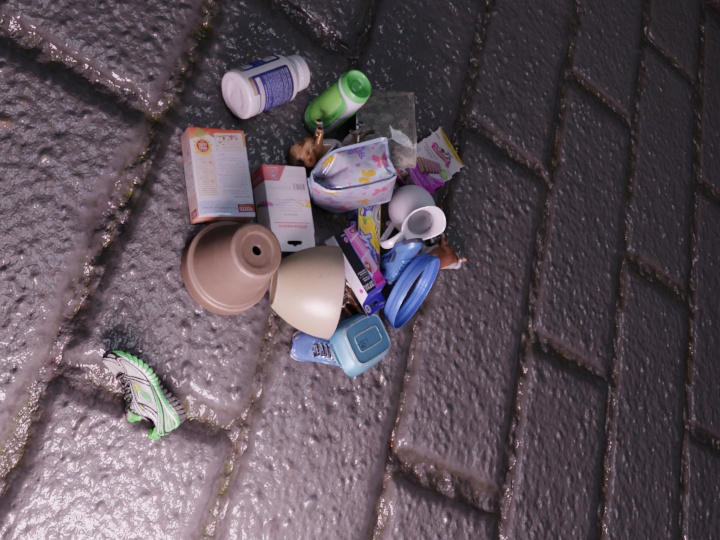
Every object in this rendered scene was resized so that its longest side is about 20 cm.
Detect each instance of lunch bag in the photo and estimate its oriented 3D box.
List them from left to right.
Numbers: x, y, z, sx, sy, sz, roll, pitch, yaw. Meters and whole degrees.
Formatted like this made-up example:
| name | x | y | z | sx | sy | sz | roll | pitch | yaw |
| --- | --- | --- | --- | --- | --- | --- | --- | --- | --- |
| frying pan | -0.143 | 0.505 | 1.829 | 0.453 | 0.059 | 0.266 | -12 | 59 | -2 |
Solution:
| name | x | y | z | sx | sy | sz | roll | pitch | yaw |
| --- | --- | --- | --- | --- | --- | --- | --- | --- | --- |
| lunch bag | -0.026 | -0.217 | 1.593 | 0.197 | 0.170 | 0.129 | -16 | 78 | -4 |
| lunch bag | 0.057 | -0.347 | 1.741 | 0.161 | 0.118 | 0.204 | 2 | 72 | -9 |

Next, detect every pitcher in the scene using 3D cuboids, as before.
| name | x | y | z | sx | sy | sz | roll | pitch | yaw |
| --- | --- | --- | --- | --- | --- | --- | --- | --- | --- |
| pitcher | 0.114 | -0.129 | 1.715 | 0.169 | 0.201 | 0.122 | -26 | 113 | 3 |

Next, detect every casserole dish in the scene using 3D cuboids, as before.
| name | x | y | z | sx | sy | sz | roll | pitch | yaw |
| --- | --- | --- | --- | --- | --- | --- | --- | --- | --- |
| casserole dish | 0.006 | 0.158 | 1.540 | 0.199 | 0.039 | 0.123 | -22 | 85 | -54 |

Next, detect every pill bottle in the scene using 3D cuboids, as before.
| name | x | y | z | sx | sy | sz | roll | pitch | yaw |
| --- | --- | --- | --- | --- | --- | --- | --- | --- | --- |
| pill bottle | -0.216 | -0.436 | 1.598 | 0.199 | 0.110 | 0.112 | -33 | 97 | -36 |

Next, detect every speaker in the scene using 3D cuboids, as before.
| name | x | y | z | sx | sy | sz | roll | pitch | yaw |
| --- | --- | --- | --- | --- | --- | --- | --- | --- | --- |
| speaker | -0.058 | -0.399 | 1.642 | 0.087 | 0.199 | 0.090 | 12 | 68 | -32 |

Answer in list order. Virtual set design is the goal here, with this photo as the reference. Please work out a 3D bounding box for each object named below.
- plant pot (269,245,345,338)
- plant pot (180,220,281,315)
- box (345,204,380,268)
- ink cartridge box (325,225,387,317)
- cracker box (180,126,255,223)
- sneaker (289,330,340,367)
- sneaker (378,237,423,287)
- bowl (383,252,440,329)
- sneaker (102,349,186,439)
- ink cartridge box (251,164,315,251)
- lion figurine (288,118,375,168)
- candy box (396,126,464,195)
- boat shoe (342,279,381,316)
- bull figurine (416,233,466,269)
| name | x | y | z | sx | sy | sz | roll | pitch | yaw |
| --- | --- | --- | --- | --- | --- | --- | --- | --- | --- |
| plant pot | -0.124 | 0.040 | 1.482 | 0.132 | 0.200 | 0.204 | 7 | 73 | -16 |
| plant pot | -0.249 | -0.020 | 1.423 | 0.198 | 0.174 | 0.204 | 11 | 71 | -34 |
| box | 0.004 | -0.070 | 1.685 | 0.069 | 0.064 | 0.204 | 12 | 71 | -32 |
| ink cartridge box | 0.000 | 0.000 | 1.585 | 0.094 | 0.037 | 0.202 | -30 | 93 | -55 |
| cracker box | -0.312 | -0.206 | 1.500 | 0.132 | 0.057 | 0.204 | -2 | 78 | -35 |
| sneaker | -0.068 | 0.174 | 1.543 | 0.197 | 0.089 | 0.080 | 7 | 88 | -33 |
| sneaker | 0.095 | -0.016 | 1.649 | 0.065 | 0.200 | 0.080 | -2 | 71 | -31 |
| bowl | 0.123 | 0.048 | 1.671 | 0.039 | 0.202 | 0.201 | 32 | 53 | 18 |
| sneaker | -0.418 | 0.232 | 1.293 | 0.085 | 0.078 | 0.201 | -45 | 105 | -34 |
| ink cartridge box | -0.176 | -0.134 | 1.572 | 0.115 | 0.067 | 0.204 | -1 | 76 | -35 |
| lion figurine | -0.069 | -0.293 | 1.638 | 0.196 | 0.124 | 0.073 | 3 | 40 | -18 |
| candy box | 0.182 | -0.286 | 1.872 | 0.200 | 0.061 | 0.137 | -42 | 102 | -36 |
| boat shoe | -0.033 | 0.058 | 1.619 | 0.203 | 0.074 | 0.075 | 47 | 62 | -16 |
| bull figurine | 0.195 | -0.046 | 1.815 | 0.198 | 0.065 | 0.123 | -19 | 85 | -39 |
